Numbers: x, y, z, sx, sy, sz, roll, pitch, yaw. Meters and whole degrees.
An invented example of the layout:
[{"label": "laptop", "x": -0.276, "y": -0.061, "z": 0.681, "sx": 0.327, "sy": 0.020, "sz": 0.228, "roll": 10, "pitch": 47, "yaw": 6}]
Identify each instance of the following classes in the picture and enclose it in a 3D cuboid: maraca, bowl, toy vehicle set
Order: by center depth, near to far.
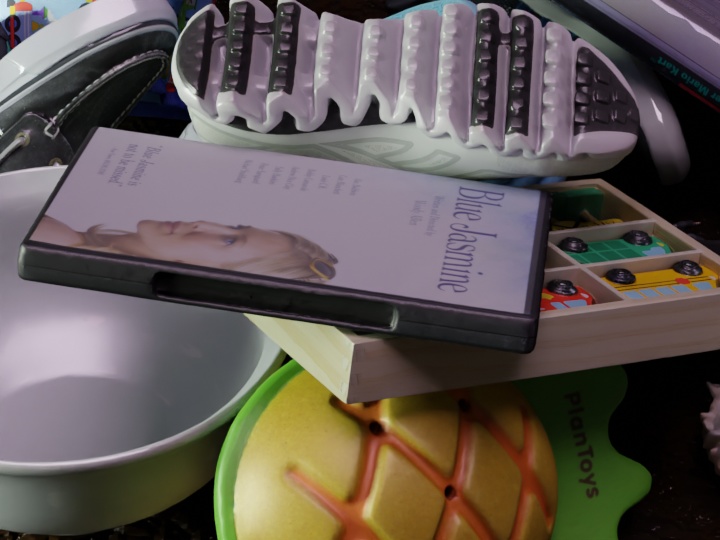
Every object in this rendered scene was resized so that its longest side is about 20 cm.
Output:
[{"label": "maraca", "x": 0.031, "y": 0.087, "z": 1.078, "sx": 0.199, "sy": 0.138, "sz": 0.107, "roll": -14, "pitch": 3, "yaw": -28}, {"label": "toy vehicle set", "x": 0.051, "y": 0.005, "z": 1.090, "sx": 0.199, "sy": 0.027, "sz": 0.124, "roll": -7, "pitch": 27, "yaw": -30}, {"label": "bowl", "x": -0.125, "y": 0.048, "z": 1.125, "sx": 0.200, "sy": 0.091, "sz": 0.201, "roll": 0, "pitch": 38, "yaw": 0}]

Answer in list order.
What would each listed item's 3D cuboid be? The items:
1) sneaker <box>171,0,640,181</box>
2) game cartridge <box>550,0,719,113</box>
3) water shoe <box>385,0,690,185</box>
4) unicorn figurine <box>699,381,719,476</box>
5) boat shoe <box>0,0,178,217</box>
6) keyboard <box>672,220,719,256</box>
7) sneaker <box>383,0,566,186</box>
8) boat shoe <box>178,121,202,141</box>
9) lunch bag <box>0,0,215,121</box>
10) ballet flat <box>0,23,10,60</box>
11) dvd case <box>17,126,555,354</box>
[{"label": "sneaker", "x": 0.021, "y": -0.068, "z": 1.138, "sx": 0.199, "sy": 0.081, "sz": 0.075, "roll": 7, "pitch": 54, "yaw": 8}, {"label": "game cartridge", "x": 0.154, "y": -0.118, "z": 1.285, "sx": 0.200, "sy": 0.038, "sz": 0.130, "roll": 35, "pitch": 21, "yaw": 14}, {"label": "water shoe", "x": 0.086, "y": -0.090, "z": 1.313, "sx": 0.079, "sy": 0.072, "sz": 0.200, "roll": -34, "pitch": 46, "yaw": -9}, {"label": "unicorn figurine", "x": 0.194, "y": 0.077, "z": 1.097, "sx": 0.074, "sy": 0.137, "sz": 0.200, "roll": -2, "pitch": 56, "yaw": -21}, {"label": "boat shoe", "x": -0.154, "y": -0.046, "z": 1.217, "sx": 0.200, "sy": 0.072, "sz": 0.071, "roll": -40, "pitch": 68, "yaw": 9}, {"label": "keyboard", "x": 0.146, "y": 0.013, "z": 1.197, "sx": 0.199, "sy": 0.040, "sz": 0.104, "roll": 3, "pitch": 26, "yaw": -20}, {"label": "sneaker", "x": 0.019, "y": -0.056, "z": 1.266, "sx": 0.200, "sy": 0.131, "sz": 0.080, "roll": -4, "pitch": 54, "yaw": 49}, {"label": "boat shoe", "x": 0.000, "y": 0.000, "z": 1.207, "sx": 0.200, "sy": 0.067, "sz": 0.074, "roll": 30, "pitch": 27, "yaw": 9}, {"label": "lunch bag", "x": -0.177, "y": -0.158, "z": 1.314, "sx": 0.199, "sy": 0.094, "sz": 0.151, "roll": 3, "pitch": 84, "yaw": 12}, {"label": "ballet flat", "x": -0.255, "y": -0.063, "z": 1.253, "sx": 0.199, "sy": 0.073, "sz": 0.073, "roll": -22, "pitch": 44, "yaw": 6}, {"label": "dvd case", "x": -0.025, "y": -0.015, "z": 1.055, "sx": 0.199, "sy": 0.018, "sz": 0.143, "roll": 9, "pitch": 22, "yaw": 3}]
